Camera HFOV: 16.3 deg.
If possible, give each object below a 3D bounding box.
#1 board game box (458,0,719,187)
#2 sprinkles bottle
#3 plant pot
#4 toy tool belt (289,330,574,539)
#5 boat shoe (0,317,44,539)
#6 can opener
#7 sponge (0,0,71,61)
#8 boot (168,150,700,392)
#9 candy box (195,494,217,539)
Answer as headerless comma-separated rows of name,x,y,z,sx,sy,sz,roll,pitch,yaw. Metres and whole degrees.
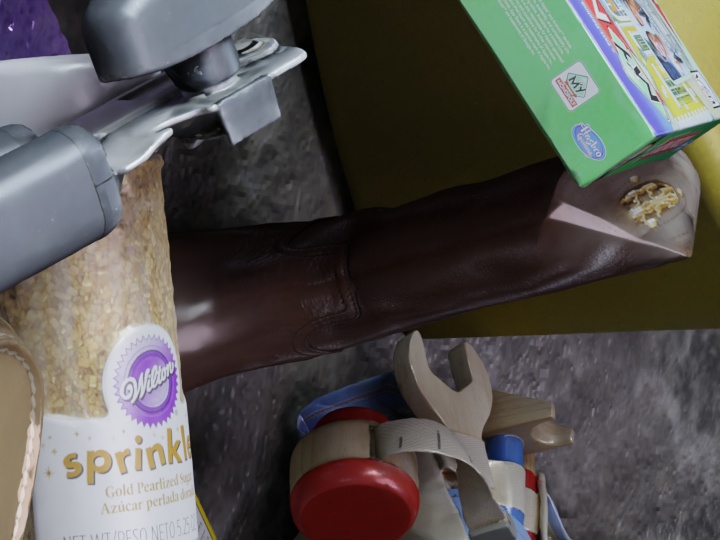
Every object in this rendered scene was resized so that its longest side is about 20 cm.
board game box,0.038,-0.120,0.766,0.201,0.029,0.135,58,17,4
sprinkles bottle,-0.086,0.036,0.769,0.068,0.068,0.201,-9,95,-52
plant pot,0.092,-0.107,0.961,0.200,0.199,0.177,-52,122,-34
toy tool belt,0.023,0.089,0.973,0.200,0.124,0.123,58,21,-44
boat shoe,-0.116,0.108,0.674,0.071,0.064,0.201,25,75,-52
can opener,-0.096,-0.036,0.678,0.200,0.053,0.067,-31,112,-37
sponge,-0.150,-0.082,0.766,0.112,0.030,0.201,-51,133,-36
boot,0.000,0.000,0.831,0.186,0.199,0.065,-19,97,-53
candy box,-0.104,0.161,0.844,0.102,0.026,0.201,80,32,-63
